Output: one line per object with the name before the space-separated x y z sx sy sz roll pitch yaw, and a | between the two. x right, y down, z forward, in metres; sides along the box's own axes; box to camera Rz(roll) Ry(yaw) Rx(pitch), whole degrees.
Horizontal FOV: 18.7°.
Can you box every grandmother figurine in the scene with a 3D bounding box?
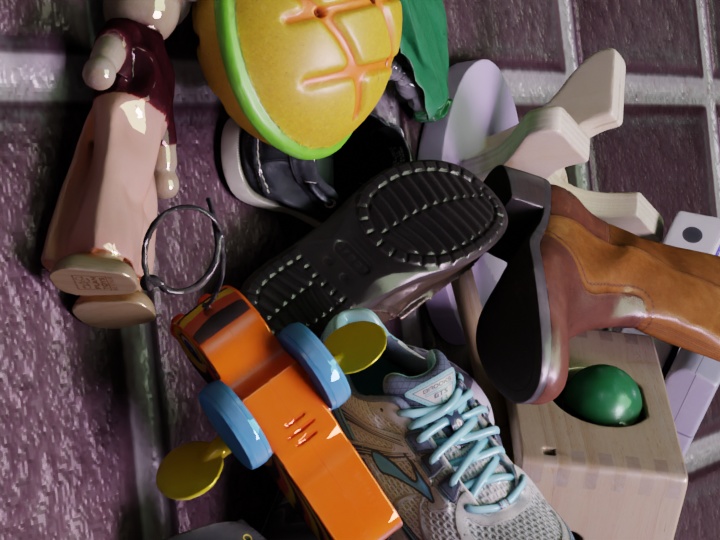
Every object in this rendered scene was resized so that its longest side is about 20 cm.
grandmother figurine | -0.119 -0.080 1.105 0.121 0.060 0.201 88 7 -65

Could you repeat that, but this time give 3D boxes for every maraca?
maraca | -0.032 -0.158 1.184 0.137 0.107 0.201 31 59 -53

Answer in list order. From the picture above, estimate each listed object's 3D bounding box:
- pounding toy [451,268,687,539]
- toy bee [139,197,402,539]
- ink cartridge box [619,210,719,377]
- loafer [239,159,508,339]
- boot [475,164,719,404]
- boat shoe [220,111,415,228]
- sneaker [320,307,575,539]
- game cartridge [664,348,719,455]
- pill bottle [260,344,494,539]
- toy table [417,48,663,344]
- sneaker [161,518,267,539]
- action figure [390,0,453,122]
pounding toy | 0.110 0.113 1.351 0.184 0.141 0.201 -93 -170 -60
toy bee | -0.049 0.048 1.096 0.130 0.109 0.201 -15 105 -19
ink cartridge box | 0.207 0.051 1.546 0.200 0.043 0.198 -57 167 -31
loafer | 0.000 0.000 1.254 0.200 0.071 0.073 -28 71 -33
boot | 0.165 0.036 1.314 0.199 0.069 0.189 22 30 -19
boat shoe | -0.004 -0.064 1.293 0.199 0.066 0.075 14 72 -60
sneaker | 0.036 0.094 1.127 0.077 0.200 0.087 -24 136 -33
game cartridge | 0.211 0.107 1.484 0.133 0.041 0.201 -49 162 -44
pill bottle | 0.002 0.146 1.226 0.106 0.106 0.200 61 36 -36
toy table | 0.117 -0.052 1.461 0.184 0.117 0.201 21 66 -59
sneaker | -0.017 0.172 1.103 0.075 0.199 0.107 110 -28 -72
action figure | 0.021 -0.161 1.363 0.200 0.054 0.119 65 24 -47
